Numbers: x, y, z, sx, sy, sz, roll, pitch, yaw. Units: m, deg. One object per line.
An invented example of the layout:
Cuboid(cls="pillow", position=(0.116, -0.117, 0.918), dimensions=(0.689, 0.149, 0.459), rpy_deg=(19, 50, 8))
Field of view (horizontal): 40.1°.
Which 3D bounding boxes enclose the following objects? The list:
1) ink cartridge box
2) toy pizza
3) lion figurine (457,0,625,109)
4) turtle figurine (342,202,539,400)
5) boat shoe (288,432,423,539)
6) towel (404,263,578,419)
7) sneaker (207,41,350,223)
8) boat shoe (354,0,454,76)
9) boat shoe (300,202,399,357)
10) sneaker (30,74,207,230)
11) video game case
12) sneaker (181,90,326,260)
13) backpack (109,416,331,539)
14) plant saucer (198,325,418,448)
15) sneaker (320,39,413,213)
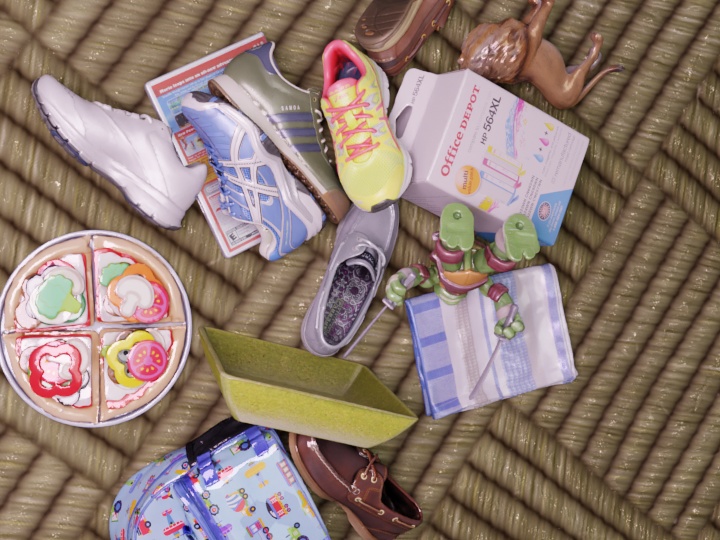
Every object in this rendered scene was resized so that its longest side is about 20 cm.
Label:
Cuboid(cls="ink cartridge box", position=(0.121, -0.124, 1.074), dimensions=(0.198, 0.125, 0.130), rpy_deg=(23, 84, -25))
Cuboid(cls="toy pizza", position=(-0.270, 0.060, 1.009), dimensions=(0.197, 0.032, 0.204), rpy_deg=(0, 91, -18))
Cuboid(cls="lion figurine", position=(0.212, -0.238, 1.146), dimensions=(0.198, 0.072, 0.124), rpy_deg=(29, 89, -21))
Cuboid(cls="turtle figurine", position=(0.105, 0.029, 1.022), dimensions=(0.143, 0.195, 0.200), rpy_deg=(38, 64, 10))
Cuboid(cls="boat shoe", position=(-0.001, 0.219, 1.047), dimensions=(0.200, 0.070, 0.071), rpy_deg=(51, 31, -39))
Cuboid(cls="towel", position=(0.156, 0.082, 1.155), dimensions=(0.197, 0.024, 0.149), rpy_deg=(-13, 94, -17))
Cuboid(cls="sneaker", position=(-0.062, -0.151, 1.037), dimensions=(0.090, 0.067, 0.200), rpy_deg=(-46, 105, -13))
Cuboid(cls="boat shoe", position=(0.069, -0.303, 1.105), dimensions=(0.201, 0.071, 0.068), rpy_deg=(-54, 138, -18))
Cuboid(cls="boat shoe", position=(-0.001, 0.000, 1.073), dimensions=(0.069, 0.071, 0.203), rpy_deg=(27, 76, -17))
Cuboid(cls="sneaker", position=(-0.242, -0.130, 0.997), dimensions=(0.200, 0.074, 0.087), rpy_deg=(42, 81, -23))
Cuboid(cls="video game case", position=(-0.125, -0.134, 1.062), dimensions=(0.142, 0.017, 0.202), rpy_deg=(-27, 99, -16))
Cuboid(cls="sneaker", position=(-0.117, -0.095, 1.005), dimensions=(0.077, 0.076, 0.201), rpy_deg=(-44, 113, -12))
Cuboid(cls="backpack", position=(-0.149, 0.262, 1.001), dimensions=(0.198, 0.134, 0.185), rpy_deg=(-26, 98, -13))
Cuboid(cls="plant saucer", position=(-0.065, 0.121, 0.994), dimensions=(0.197, 0.200, 0.049), rpy_deg=(16, 95, -18))
Cuboid(cls="sneaker", position=(-0.006, -0.150, 1.006), dimensions=(0.077, 0.090, 0.202), rpy_deg=(-23, 58, 15))
